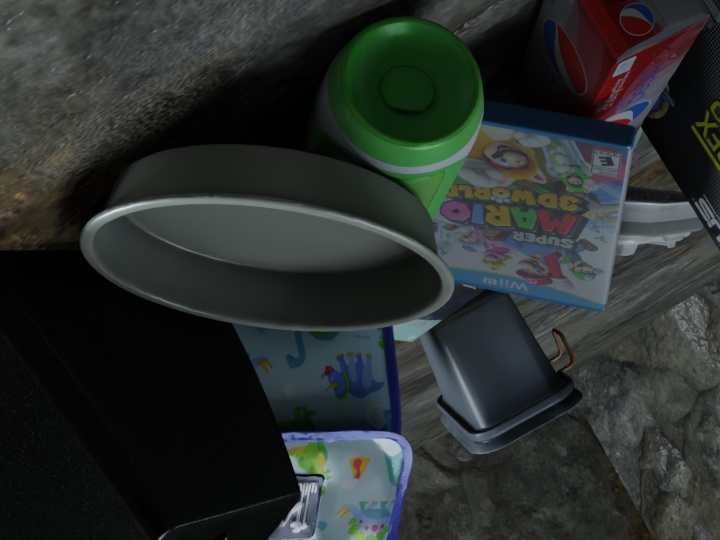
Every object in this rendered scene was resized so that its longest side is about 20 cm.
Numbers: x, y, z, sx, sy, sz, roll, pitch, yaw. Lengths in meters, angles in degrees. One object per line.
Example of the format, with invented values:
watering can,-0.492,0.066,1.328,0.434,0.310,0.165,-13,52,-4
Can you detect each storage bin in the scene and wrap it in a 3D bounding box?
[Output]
storage bin,0.131,0.079,1.510,0.145,0.135,0.200,-28,-169,-4

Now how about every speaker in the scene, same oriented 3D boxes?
speaker,0.011,-0.062,0.826,0.088,0.089,0.200,-25,167,-16

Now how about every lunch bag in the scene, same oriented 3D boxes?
lunch bag,-0.063,0.114,1.016,0.169,0.201,0.127,2,167,-26

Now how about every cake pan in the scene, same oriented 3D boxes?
cake pan,-0.048,-0.015,0.794,0.199,0.037,0.200,6,160,2

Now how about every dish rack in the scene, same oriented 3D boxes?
dish rack,0.139,-0.043,1.054,0.199,0.044,0.171,8,-173,28

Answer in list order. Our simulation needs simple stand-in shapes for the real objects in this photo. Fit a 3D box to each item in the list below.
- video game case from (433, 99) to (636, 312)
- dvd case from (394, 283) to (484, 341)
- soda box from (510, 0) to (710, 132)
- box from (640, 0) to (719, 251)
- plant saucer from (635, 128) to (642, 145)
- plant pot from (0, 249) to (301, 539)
video game case,0.094,-0.040,0.942,0.143,0.018,0.200,11,152,10
dvd case,-0.002,0.007,1.096,0.199,0.022,0.146,10,148,-34
soda box,0.144,-0.129,0.895,0.063,0.070,0.200,-27,168,-8
box,0.236,-0.098,0.920,0.044,0.200,0.160,-27,170,-17
plant saucer,0.164,-0.079,1.247,0.201,0.039,0.201,-28,169,-6
plant pot,-0.157,0.119,0.856,0.200,0.177,0.200,-52,156,21
